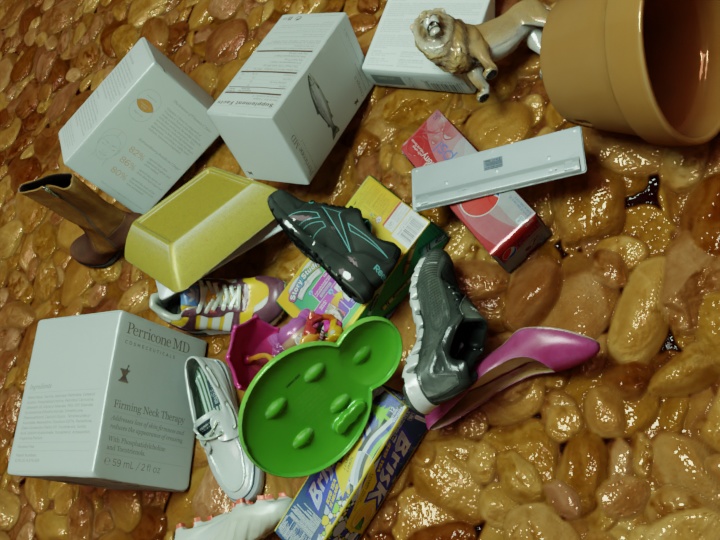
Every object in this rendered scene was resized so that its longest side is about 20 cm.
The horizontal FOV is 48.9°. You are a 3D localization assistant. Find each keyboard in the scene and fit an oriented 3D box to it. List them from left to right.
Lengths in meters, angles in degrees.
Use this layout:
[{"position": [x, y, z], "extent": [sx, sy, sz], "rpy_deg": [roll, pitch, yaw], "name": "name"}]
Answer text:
[{"position": [0.147, -0.111, 0.874], "extent": [0.197, 0.011, 0.057], "rpy_deg": [-11, 58, 24], "name": "keyboard"}]

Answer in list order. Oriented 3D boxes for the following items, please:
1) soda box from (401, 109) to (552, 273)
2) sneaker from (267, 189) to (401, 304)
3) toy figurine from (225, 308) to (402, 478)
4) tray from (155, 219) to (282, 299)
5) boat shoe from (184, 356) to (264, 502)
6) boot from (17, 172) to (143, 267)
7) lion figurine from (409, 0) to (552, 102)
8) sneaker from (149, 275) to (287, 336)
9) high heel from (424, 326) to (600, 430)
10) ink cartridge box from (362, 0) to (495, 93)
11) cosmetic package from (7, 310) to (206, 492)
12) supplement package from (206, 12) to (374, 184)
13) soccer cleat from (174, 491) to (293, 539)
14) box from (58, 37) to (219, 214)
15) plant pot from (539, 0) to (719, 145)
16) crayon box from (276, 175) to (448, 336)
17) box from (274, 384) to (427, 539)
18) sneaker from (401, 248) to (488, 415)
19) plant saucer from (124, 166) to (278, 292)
[{"position": [0.130, -0.095, 0.921], "extent": [0.070, 0.063, 0.201], "rpy_deg": [-43, 55, 10], "name": "soda box"}, {"position": [-0.033, -0.042, 0.937], "extent": [0.079, 0.076, 0.200], "rpy_deg": [-44, 59, -8], "name": "sneaker"}, {"position": [-0.073, 0.096, 0.878], "extent": [0.200, 0.151, 0.184], "rpy_deg": [-43, 33, -7], "name": "toy figurine"}, {"position": [-0.192, -0.040, 1.065], "extent": [0.198, 0.022, 0.108], "rpy_deg": [-31, 32, -6], "name": "tray"}, {"position": [-0.184, 0.199, 1.001], "extent": [0.073, 0.067, 0.201], "rpy_deg": [-38, 56, 14], "name": "boat shoe"}, {"position": [-0.422, -0.070, 1.175], "extent": [0.186, 0.199, 0.070], "rpy_deg": [-2, 69, 31], "name": "boot"}, {"position": [0.166, -0.278, 0.942], "extent": [0.197, 0.073, 0.124], "rpy_deg": [-18, 61, -11], "name": "lion figurine"}, {"position": [-0.189, 0.044, 1.050], "extent": [0.197, 0.090, 0.076], "rpy_deg": [-14, 65, 29], "name": "sneaker"}, {"position": [0.150, 0.116, 0.817], "extent": [0.197, 0.067, 0.097], "rpy_deg": [-8, 57, 35], "name": "high heel"}, {"position": [0.106, -0.336, 1.046], "extent": [0.158, 0.047, 0.203], "rpy_deg": [13, 76, 35], "name": "ink cartridge box"}, {"position": [-0.326, 0.176, 1.038], "extent": [0.164, 0.167, 0.204], "rpy_deg": [-7, 68, 30], "name": "cosmetic package"}, {"position": [-0.086, -0.228, 1.041], "extent": [0.116, 0.118, 0.202], "rpy_deg": [10, 57, 34], "name": "supplement package"}, {"position": [-0.145, 0.316, 0.932], "extent": [0.198, 0.069, 0.079], "rpy_deg": [-29, 66, 32], "name": "soccer cleat"}, {"position": [-0.328, -0.213, 1.192], "extent": [0.200, 0.152, 0.107], "rpy_deg": [-44, 41, 8], "name": "box"}, {"position": [0.278, -0.226, 0.811], "extent": [0.139, 0.199, 0.203], "rpy_deg": [4, 73, 49], "name": "plant pot"}, {"position": [0.000, 0.000, 0.969], "extent": [0.119, 0.058, 0.201], "rpy_deg": [40, 95, 37], "name": "crayon box"}, {"position": [-0.006, 0.225, 0.876], "extent": [0.064, 0.070, 0.202], "rpy_deg": [33, 90, 38], "name": "box"}, {"position": [0.098, 0.053, 0.838], "extent": [0.090, 0.066, 0.202], "rpy_deg": [-25, 40, 34], "name": "sneaker"}, {"position": [-0.216, -0.072, 1.062], "extent": [0.199, 0.049, 0.199], "rpy_deg": [-41, 34, -20], "name": "plant saucer"}]
